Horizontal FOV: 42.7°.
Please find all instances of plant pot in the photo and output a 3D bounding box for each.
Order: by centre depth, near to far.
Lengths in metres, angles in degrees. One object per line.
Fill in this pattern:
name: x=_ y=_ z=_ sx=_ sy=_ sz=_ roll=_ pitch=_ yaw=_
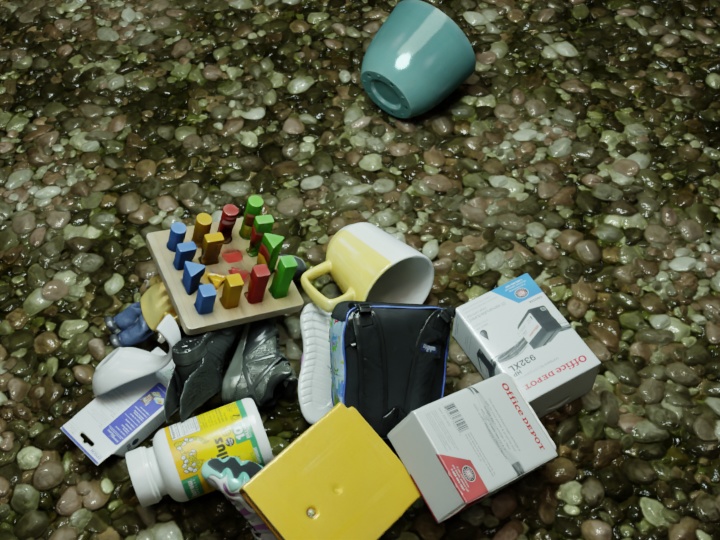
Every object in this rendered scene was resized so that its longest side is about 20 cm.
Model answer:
plant pot: x=0.096 y=-0.395 z=1.792 sx=0.200 sy=0.201 sz=0.161 roll=34 pitch=73 yaw=24

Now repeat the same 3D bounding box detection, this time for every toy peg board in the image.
toy peg board: x=-0.208 y=-0.023 z=1.454 sx=0.199 sy=0.098 sz=0.200 roll=-11 pitch=54 yaw=-29

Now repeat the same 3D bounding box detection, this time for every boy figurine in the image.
boy figurine: x=-0.323 y=0.056 z=1.515 sx=0.200 sy=0.064 sz=0.124 roll=-32 pitch=56 yaw=3

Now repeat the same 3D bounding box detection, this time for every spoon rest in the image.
spoon rest: x=-0.347 y=0.140 z=1.433 sx=0.061 sy=0.200 sz=0.099 roll=48 pitch=35 yaw=-14

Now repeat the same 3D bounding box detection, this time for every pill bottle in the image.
pill bottle: x=-0.237 y=0.273 z=1.362 sx=0.200 sy=0.113 sz=0.113 roll=-19 pitch=55 yaw=-12

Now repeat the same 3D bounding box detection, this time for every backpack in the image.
backpack: x=0.039 y=0.148 z=1.404 sx=0.183 sy=0.147 sz=0.200 roll=2 pitch=90 yaw=-17

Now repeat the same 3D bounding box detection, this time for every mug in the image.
mug: x=0.008 y=-0.006 z=1.528 sx=0.153 sy=0.186 sz=0.150 roll=44 pitch=110 yaw=37

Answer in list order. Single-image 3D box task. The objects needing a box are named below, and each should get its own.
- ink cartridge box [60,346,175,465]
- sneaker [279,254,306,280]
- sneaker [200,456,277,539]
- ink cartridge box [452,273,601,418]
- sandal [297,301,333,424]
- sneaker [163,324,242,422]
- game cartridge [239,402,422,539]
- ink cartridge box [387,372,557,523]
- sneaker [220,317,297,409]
ink cartridge box: x=-0.361 y=0.218 z=1.453 sx=0.099 sy=0.039 sz=0.200 roll=37 pitch=62 yaw=26
sneaker: x=-0.182 y=0.037 z=1.562 sx=0.200 sy=0.075 sz=0.079 roll=-20 pitch=58 yaw=-1
sneaker: x=-0.146 y=0.354 z=1.299 sx=0.200 sy=0.140 sz=0.078 roll=22 pitch=15 yaw=0
ink cartridge box: x=0.261 y=0.124 z=1.467 sx=0.145 sy=0.084 sz=0.200 roll=-25 pitch=57 yaw=-16
sandal: x=-0.064 y=0.152 z=1.483 sx=0.082 sy=0.050 sz=0.203 roll=7 pitch=67 yaw=-17
sneaker: x=-0.239 y=0.146 z=1.421 sx=0.060 sy=0.104 sz=0.200 roll=1 pitch=18 yaw=24
game cartridge: x=-0.036 y=0.303 z=1.265 sx=0.200 sy=0.032 sz=0.176 roll=-37 pitch=82 yaw=-30
ink cartridge box: x=0.162 y=0.250 z=1.321 sx=0.200 sy=0.083 sz=0.147 roll=-15 pitch=65 yaw=-39
sneaker: x=-0.142 y=0.134 z=1.484 sx=0.114 sy=0.076 sz=0.200 roll=11 pitch=58 yaw=8
